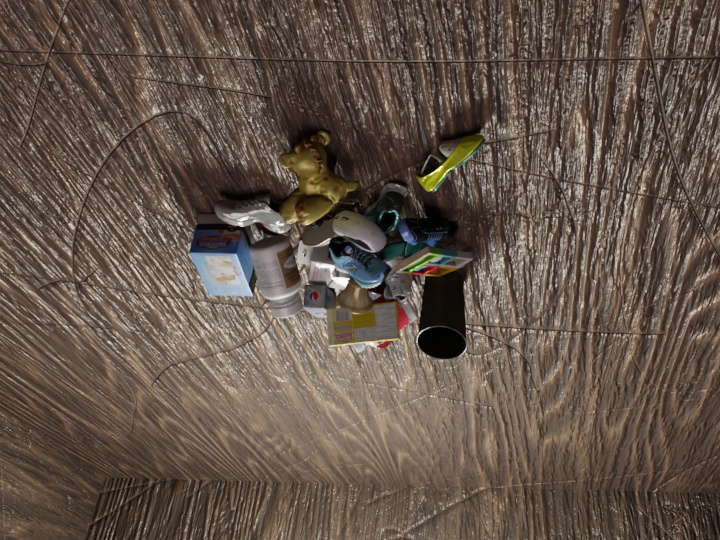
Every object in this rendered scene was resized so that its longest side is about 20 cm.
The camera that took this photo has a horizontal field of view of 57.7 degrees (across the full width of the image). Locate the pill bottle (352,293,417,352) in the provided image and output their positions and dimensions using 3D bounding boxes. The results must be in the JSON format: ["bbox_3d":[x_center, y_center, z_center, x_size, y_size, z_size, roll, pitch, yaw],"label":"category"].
[{"bbox_3d":[0.053,0.142,1.851,0.199,0.113,0.113,-34,138,-1],"label":"pill bottle"}]

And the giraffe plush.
[{"bbox_3d":[-0.113,-0.215,1.465,0.198,0.173,0.164,-8,123,37],"label":"giraffe plush"}]

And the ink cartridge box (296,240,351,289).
[{"bbox_3d":[-0.080,-0.010,1.799,0.197,0.068,0.116,10,146,-4],"label":"ink cartridge box"}]

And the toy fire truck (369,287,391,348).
[{"bbox_3d":[0.045,0.126,1.949,0.197,0.113,0.169,18,125,-17],"label":"toy fire truck"}]

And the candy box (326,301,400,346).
[{"bbox_3d":[0.007,0.147,1.784,0.197,0.104,0.026,-6,170,9],"label":"candy box"}]

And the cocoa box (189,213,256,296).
[{"bbox_3d":[-0.357,-0.038,1.750,0.131,0.133,0.201,1,145,7],"label":"cocoa box"}]

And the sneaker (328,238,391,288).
[{"bbox_3d":[-0.011,-0.023,1.589,0.198,0.079,0.090,21,155,40],"label":"sneaker"}]

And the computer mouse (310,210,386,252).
[{"bbox_3d":[-0.025,-0.114,1.549,0.198,0.110,0.044,28,151,13],"label":"computer mouse"}]

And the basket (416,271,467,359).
[{"bbox_3d":[0.228,0.114,1.807,0.134,0.202,0.181,-3,143,14],"label":"basket"}]

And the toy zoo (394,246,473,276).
[{"bbox_3d":[0.204,-0.020,1.716,0.198,0.021,0.131,6,154,-40],"label":"toy zoo"}]

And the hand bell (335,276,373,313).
[{"bbox_3d":[0.000,0.000,1.702,0.102,0.105,0.202,9,121,-3],"label":"hand bell"}]

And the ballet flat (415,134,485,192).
[{"bbox_3d":[0.189,-0.245,1.436,0.067,0.067,0.200,39,139,-8],"label":"ballet flat"}]

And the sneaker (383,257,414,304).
[{"bbox_3d":[0.085,0.002,1.747,0.074,0.116,0.200,-15,139,27],"label":"sneaker"}]

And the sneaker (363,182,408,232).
[{"bbox_3d":[0.053,-0.124,1.597,0.076,0.092,0.201,14,144,-10],"label":"sneaker"}]

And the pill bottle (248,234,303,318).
[{"bbox_3d":[-0.219,0.017,1.748,0.113,0.115,0.203,-7,110,19],"label":"pill bottle"}]

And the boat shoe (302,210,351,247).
[{"bbox_3d":[-0.071,-0.100,1.671,0.059,0.073,0.198,16,155,-41],"label":"boat shoe"}]

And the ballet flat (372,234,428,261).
[{"bbox_3d":[0.097,-0.067,1.664,0.065,0.071,0.198,30,-158,35],"label":"ballet flat"}]

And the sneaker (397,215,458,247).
[{"bbox_3d":[0.167,-0.105,1.590,0.077,0.071,0.199,-33,160,29],"label":"sneaker"}]

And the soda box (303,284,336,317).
[{"bbox_3d":[-0.114,0.092,1.885,0.062,0.069,0.200,1,168,7],"label":"soda box"}]

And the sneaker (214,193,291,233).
[{"bbox_3d":[-0.262,-0.160,1.629,0.197,0.077,0.093,8,138,-15],"label":"sneaker"}]
